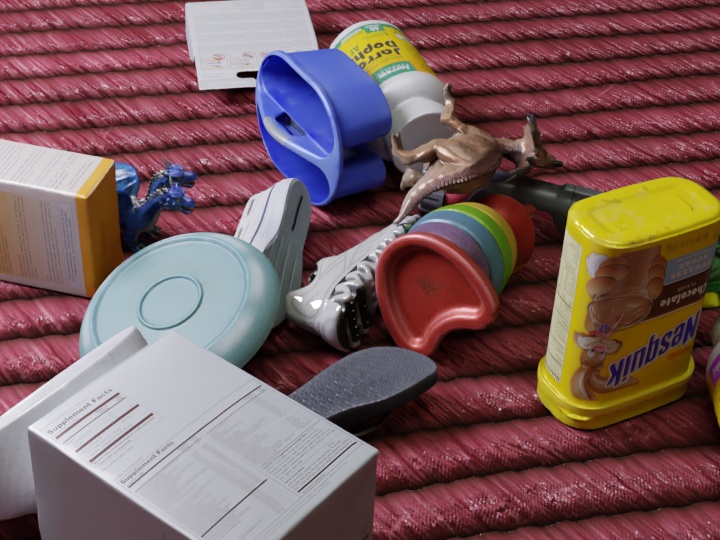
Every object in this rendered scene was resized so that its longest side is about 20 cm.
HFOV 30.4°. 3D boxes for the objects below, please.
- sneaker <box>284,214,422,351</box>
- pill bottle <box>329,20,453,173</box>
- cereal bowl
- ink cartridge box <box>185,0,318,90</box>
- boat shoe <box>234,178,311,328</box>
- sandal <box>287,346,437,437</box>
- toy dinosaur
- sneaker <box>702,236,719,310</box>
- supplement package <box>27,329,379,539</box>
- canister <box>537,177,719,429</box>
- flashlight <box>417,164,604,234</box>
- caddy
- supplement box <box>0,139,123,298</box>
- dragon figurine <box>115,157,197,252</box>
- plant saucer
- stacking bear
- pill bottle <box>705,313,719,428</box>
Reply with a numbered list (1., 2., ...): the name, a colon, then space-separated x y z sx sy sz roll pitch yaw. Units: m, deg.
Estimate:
1. sneaker: 0.000 0.000 1.304 0.081 0.076 0.200 12 35 30
2. pill bottle: 0.039 -0.195 1.519 0.112 0.113 0.200 -10 40 -17
3. cereal bowl: -0.237 0.133 1.050 0.200 0.200 0.084 -39 97 -41
4. ink cartridge box: -0.135 -0.275 1.675 0.159 0.047 0.201 -4 44 -10
5. boat shoe: -0.098 -0.010 1.321 0.066 0.074 0.200 -16 34 27
6. sandal: -0.024 0.125 1.168 0.199 0.043 0.076 -25 37 -17
7. toy dinosaur: 0.114 -0.110 1.329 0.135 0.086 0.200 22 42 26
8. sneaker: 0.297 -0.012 1.275 0.078 0.086 0.200 -24 9 -29
9. supplement package: -0.110 0.188 0.949 0.199 0.192 0.147 27 43 28
10. canister: 0.237 0.028 1.170 0.148 0.201 0.087 -16 40 -23
11. flashlight: 0.163 -0.073 1.414 0.199 0.068 0.068 15 5 9
12. caddy: -0.052 -0.159 1.445 0.104 0.142 0.200 -15 40 -26
13. supplement box: -0.342 -0.058 1.307 0.199 0.127 0.074 11 39 10
14. dragon figurine: -0.257 -0.074 1.355 0.199 0.100 0.059 10 38 10
15. plant saucer: -0.172 0.035 1.222 0.199 0.027 0.201 -10 48 11
16. stacking bear: 0.108 -0.015 1.295 0.114 0.121 0.200 58 37 -2
17. pill bottle: 0.359 0.115 1.145 0.104 0.105 0.200 2 37 -1
